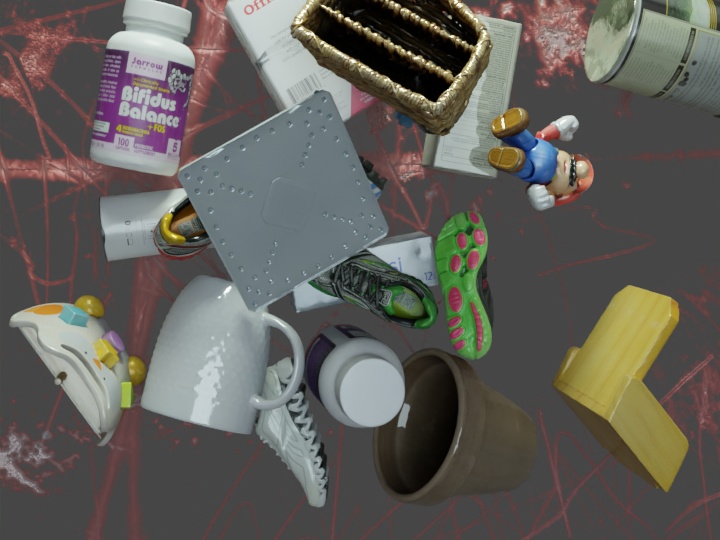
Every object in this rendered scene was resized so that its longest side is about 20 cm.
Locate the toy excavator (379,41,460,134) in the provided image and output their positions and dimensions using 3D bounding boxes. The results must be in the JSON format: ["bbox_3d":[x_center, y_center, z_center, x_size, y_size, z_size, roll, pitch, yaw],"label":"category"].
[{"bbox_3d":[0.046,-0.284,1.258,0.197,0.100,0.198,18,91,-5],"label":"toy excavator"}]

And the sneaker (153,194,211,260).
[{"bbox_3d":[-0.158,-0.078,1.242,0.199,0.082,0.078,-34,89,-12],"label":"sneaker"}]

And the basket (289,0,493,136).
[{"bbox_3d":[0.045,-0.263,1.146,0.198,0.149,0.144,31,93,10],"label":"basket"}]

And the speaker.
[{"bbox_3d":[-0.228,-0.064,1.311,0.196,0.081,0.083,-8,98,-9],"label":"speaker"}]

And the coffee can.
[{"bbox_3d":[0.419,-0.298,1.370,0.197,0.146,0.149,13,94,-11],"label":"coffee can"}]

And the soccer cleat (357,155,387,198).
[{"bbox_3d":[-0.038,-0.116,1.300,0.087,0.199,0.070,-49,57,9],"label":"soccer cleat"}]

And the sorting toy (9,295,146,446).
[{"bbox_3d":[-0.339,0.123,1.261,0.106,0.180,0.201,-34,101,-5],"label":"sorting toy"}]

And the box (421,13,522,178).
[{"bbox_3d":[0.145,-0.229,1.362,0.093,0.078,0.204,10,94,-11],"label":"box"}]

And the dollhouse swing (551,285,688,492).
[{"bbox_3d":[0.381,0.152,1.385,0.176,0.200,0.182,-42,101,-4],"label":"dollhouse swing"}]

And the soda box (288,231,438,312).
[{"bbox_3d":[0.000,0.000,1.368,0.197,0.063,0.069,-11,100,-9],"label":"soda box"}]

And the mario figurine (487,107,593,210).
[{"bbox_3d":[0.252,-0.144,1.345,0.199,0.106,0.124,19,109,-51],"label":"mario figurine"}]

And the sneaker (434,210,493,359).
[{"bbox_3d":[0.142,0.020,1.397,0.075,0.084,0.204,-2,80,10],"label":"sneaker"}]

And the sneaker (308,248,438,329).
[{"bbox_3d":[0.014,0.013,1.296,0.197,0.085,0.079,22,93,-11],"label":"sneaker"}]

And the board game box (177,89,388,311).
[{"bbox_3d":[-0.088,-0.081,1.212,0.198,0.026,0.202,-30,119,-8],"label":"board game box"}]

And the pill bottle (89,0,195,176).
[{"bbox_3d":[-0.265,-0.226,1.271,0.110,0.112,0.204,9,95,-11],"label":"pill bottle"}]

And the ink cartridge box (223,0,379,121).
[{"bbox_3d":[-0.064,-0.283,1.316,0.145,0.083,0.202,-31,101,-5],"label":"ink cartridge box"}]

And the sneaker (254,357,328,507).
[{"bbox_3d":[-0.094,0.222,1.377,0.080,0.075,0.203,-18,91,0],"label":"sneaker"}]

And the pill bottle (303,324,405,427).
[{"bbox_3d":[-0.006,0.136,1.310,0.109,0.200,0.114,-1,95,-12],"label":"pill bottle"}]

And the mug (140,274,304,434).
[{"bbox_3d":[-0.163,0.107,1.296,0.197,0.147,0.178,12,84,19],"label":"mug"}]

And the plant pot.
[{"bbox_3d":[0.138,0.219,1.370,0.173,0.200,0.203,17,93,-29],"label":"plant pot"}]
